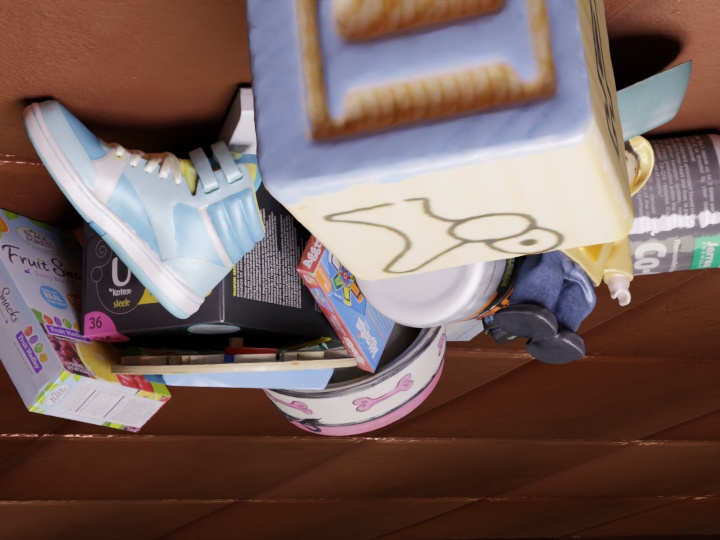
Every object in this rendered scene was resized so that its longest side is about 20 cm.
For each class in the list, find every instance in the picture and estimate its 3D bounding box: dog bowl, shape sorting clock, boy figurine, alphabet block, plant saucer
[{"bbox_3d":[-0.010,0.069,1.593,0.198,0.201,0.074,-9,128,12],"label":"dog bowl"},{"bbox_3d":[-0.101,0.074,1.389,0.198,0.040,0.200,2,177,0],"label":"shape sorting clock"},{"bbox_3d":[0.177,-0.024,1.352,0.124,0.201,0.064,42,152,-25],"label":"boy figurine"},{"bbox_3d":[0.050,-0.121,1.033,0.194,0.198,0.200,-8,163,13],"label":"alphabet block"},{"bbox_3d":[0.159,-0.099,1.276,0.199,0.036,0.200,-24,-178,1],"label":"plant saucer"}]

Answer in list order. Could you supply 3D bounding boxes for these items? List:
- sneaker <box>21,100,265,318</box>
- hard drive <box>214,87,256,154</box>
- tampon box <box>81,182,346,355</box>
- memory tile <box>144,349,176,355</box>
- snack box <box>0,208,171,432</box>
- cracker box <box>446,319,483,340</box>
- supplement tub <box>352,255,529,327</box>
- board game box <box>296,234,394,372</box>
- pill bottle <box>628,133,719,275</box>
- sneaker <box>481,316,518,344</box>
[{"bbox_3d":[-0.151,-0.076,1.293,0.130,0.200,0.080,-39,-158,2],"label":"sneaker"},{"bbox_3d":[-0.008,-0.108,1.350,0.198,0.027,0.132,-2,163,-15],"label":"hard drive"},{"bbox_3d":[-0.116,0.001,1.458,0.149,0.127,0.199,-8,168,32],"label":"tampon box"},{"bbox_3d":[-0.196,0.078,1.785,0.152,0.017,0.200,-4,-173,25],"label":"memory tile"},{"bbox_3d":[-0.261,0.038,1.458,0.053,0.200,0.142,-44,149,14],"label":"snack box"},{"bbox_3d":[0.041,0.031,1.771,0.198,0.058,0.134,1,163,-18],"label":"cracker box"},{"bbox_3d":[0.081,-0.021,1.397,0.122,0.124,0.200,-13,178,25],"label":"supplement tub"},{"bbox_3d":[0.000,0.000,1.432,0.019,0.104,0.200,15,159,21],"label":"board game box"},{"bbox_3d":[0.260,-0.055,1.457,0.198,0.114,0.113,-6,163,1],"label":"pill bottle"},{"bbox_3d":[0.127,0.009,1.632,0.076,0.112,0.199,-19,158,38],"label":"sneaker"}]
